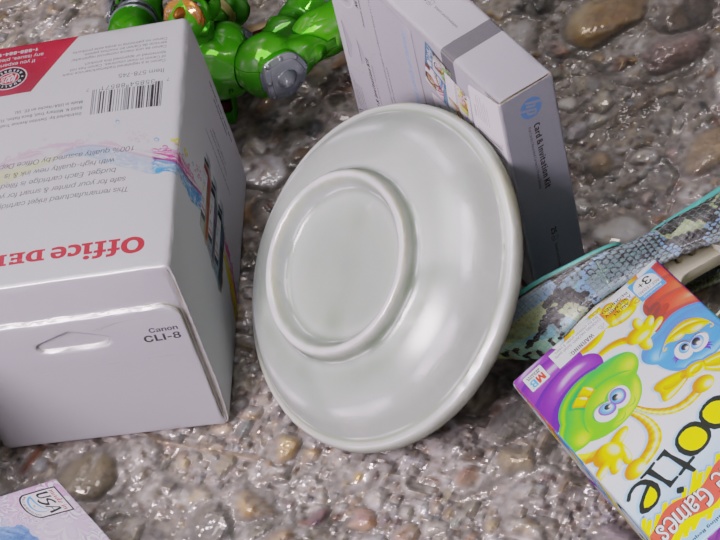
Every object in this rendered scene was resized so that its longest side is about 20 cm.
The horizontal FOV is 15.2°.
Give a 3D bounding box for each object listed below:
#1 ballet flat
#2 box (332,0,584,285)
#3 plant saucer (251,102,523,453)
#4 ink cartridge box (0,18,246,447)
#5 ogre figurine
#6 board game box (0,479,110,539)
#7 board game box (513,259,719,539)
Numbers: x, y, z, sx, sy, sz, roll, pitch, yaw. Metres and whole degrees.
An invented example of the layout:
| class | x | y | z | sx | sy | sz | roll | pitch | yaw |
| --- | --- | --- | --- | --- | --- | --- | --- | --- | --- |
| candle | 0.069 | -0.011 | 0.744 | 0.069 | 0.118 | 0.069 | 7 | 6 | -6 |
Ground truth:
| class | x | y | z | sx | sy | sz | roll | pitch | yaw |
| --- | --- | --- | --- | --- | --- | --- | --- | --- | --- |
| ballet flat | 0.164 | 0.011 | 1.516 | 0.199 | 0.074 | 0.074 | -30 | 47 | -4 |
| box | 0.052 | -0.101 | 1.585 | 0.041 | 0.157 | 0.200 | -31 | 47 | -15 |
| plant saucer | 0.000 | 0.000 | 1.516 | 0.199 | 0.050 | 0.202 | -13 | 71 | 40 |
| ink cartridge box | -0.155 | -0.020 | 1.589 | 0.144 | 0.145 | 0.201 | -7 | 47 | 10 |
| ogre figurine | -0.083 | -0.147 | 1.718 | 0.199 | 0.099 | 0.120 | 18 | 38 | 12 |
| board game box | -0.187 | 0.206 | 1.400 | 0.198 | 0.044 | 0.200 | -15 | 44 | -39 |
| board game box | 0.177 | 0.097 | 1.357 | 0.105 | 0.103 | 0.200 | -41 | 31 | 0 |
